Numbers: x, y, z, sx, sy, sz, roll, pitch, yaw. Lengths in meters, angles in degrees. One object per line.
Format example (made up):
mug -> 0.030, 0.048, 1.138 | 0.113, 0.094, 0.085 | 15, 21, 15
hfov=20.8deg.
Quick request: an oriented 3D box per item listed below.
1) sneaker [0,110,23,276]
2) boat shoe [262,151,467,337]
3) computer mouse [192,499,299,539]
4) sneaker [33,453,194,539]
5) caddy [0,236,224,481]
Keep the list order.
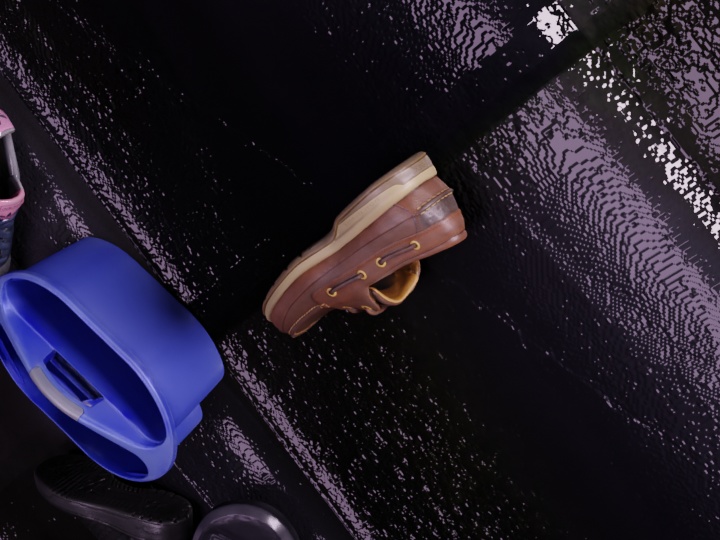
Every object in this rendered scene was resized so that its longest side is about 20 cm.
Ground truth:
sneaker -> -0.298, -0.046, 1.538 | 0.082, 0.070, 0.200 | 27, 136, 34
boat shoe -> 0.000, 0.000, 1.295 | 0.068, 0.072, 0.200 | 51, 138, 4
computer mouse -> -0.108, 0.250, 1.583 | 0.138, 0.053, 0.200 | 30, 123, 2
sneaker -> -0.196, 0.232, 1.671 | 0.200, 0.060, 0.104 | 16, 124, 32
caddy -> -0.204, 0.073, 1.520 | 0.200, 0.105, 0.141 | 42, 139, 12
